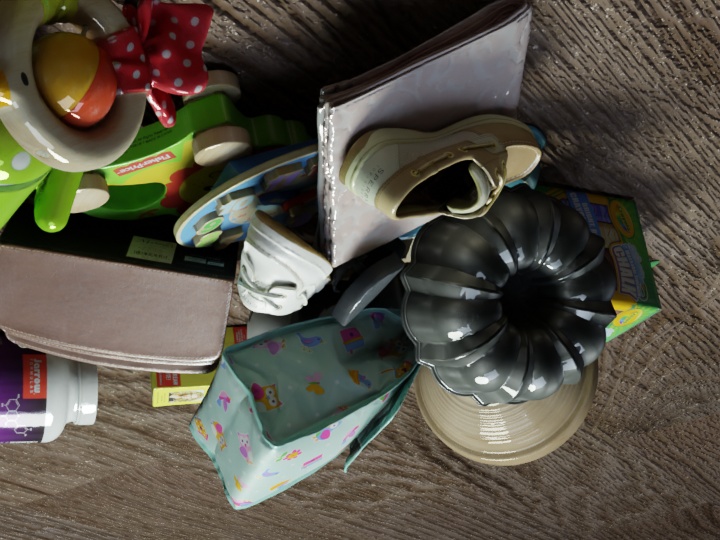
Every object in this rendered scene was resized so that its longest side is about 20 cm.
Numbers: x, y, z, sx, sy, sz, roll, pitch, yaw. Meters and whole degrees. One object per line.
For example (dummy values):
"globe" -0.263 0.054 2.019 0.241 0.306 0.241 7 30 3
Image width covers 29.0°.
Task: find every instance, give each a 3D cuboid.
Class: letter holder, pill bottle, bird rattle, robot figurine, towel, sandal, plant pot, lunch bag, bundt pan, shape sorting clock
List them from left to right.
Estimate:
"robot figurine" -0.292 -0.092 1.030 0.175 0.116 0.200 18 144 -31
"pill bottle" -0.380 0.125 1.456 0.199 0.113 0.113 0 153 -19
"bird rattle" -0.190 -0.142 0.928 0.112 0.164 0.200 0 151 28
"letter holder" -0.216 0.038 1.219 0.198 0.101 0.143 10 110 -6
"shape sorting clock" -0.060 -0.062 1.154 0.199 0.039 0.200 -24 166 -6
"lunch bag" -0.037 0.115 1.268 0.199 0.122 0.171 -20 160 -29
"robot figurine" -0.017 0.062 1.423 0.198 0.151 0.125 -8 168 -2
"sandal" 0.000 0.000 1.214 0.076 0.043 0.200 -46 -177 7
"towel" 0.047 -0.106 1.095 0.190 0.032 0.201 -28 149 -20
"plant pot" 0.143 0.096 1.453 0.200 0.202 0.093 -16 157 15
"bundt pan" 0.140 0.024 1.210 0.200 0.204 0.076 2 -177 -21

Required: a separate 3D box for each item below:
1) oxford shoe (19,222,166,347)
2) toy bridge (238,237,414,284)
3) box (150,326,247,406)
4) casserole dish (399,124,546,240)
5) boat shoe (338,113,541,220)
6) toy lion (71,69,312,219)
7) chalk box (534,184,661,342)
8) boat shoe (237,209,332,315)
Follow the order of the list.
"oxford shoe" -0.252 0.016 1.314 0.199 0.075 0.070 -26 149 29
"toy bridge" -0.035 -0.018 1.335 0.199 0.027 0.068 0 131 -24
"box" -0.132 0.102 1.535 0.198 0.076 0.050 -2 152 -11
"casserole dish" 0.076 -0.077 1.269 0.199 0.039 0.121 -20 153 20
"boat shoe" 0.073 -0.071 1.072 0.199 0.066 0.074 -13 141 -40
"toy lion" -0.141 -0.085 1.162 0.199 0.069 0.192 -17 161 9
"chalk box" 0.207 0.004 1.377 0.199 0.125 0.125 7 151 -30
"boat shoe" -0.067 0.006 1.135 0.069 0.071 0.200 -51 169 -5
